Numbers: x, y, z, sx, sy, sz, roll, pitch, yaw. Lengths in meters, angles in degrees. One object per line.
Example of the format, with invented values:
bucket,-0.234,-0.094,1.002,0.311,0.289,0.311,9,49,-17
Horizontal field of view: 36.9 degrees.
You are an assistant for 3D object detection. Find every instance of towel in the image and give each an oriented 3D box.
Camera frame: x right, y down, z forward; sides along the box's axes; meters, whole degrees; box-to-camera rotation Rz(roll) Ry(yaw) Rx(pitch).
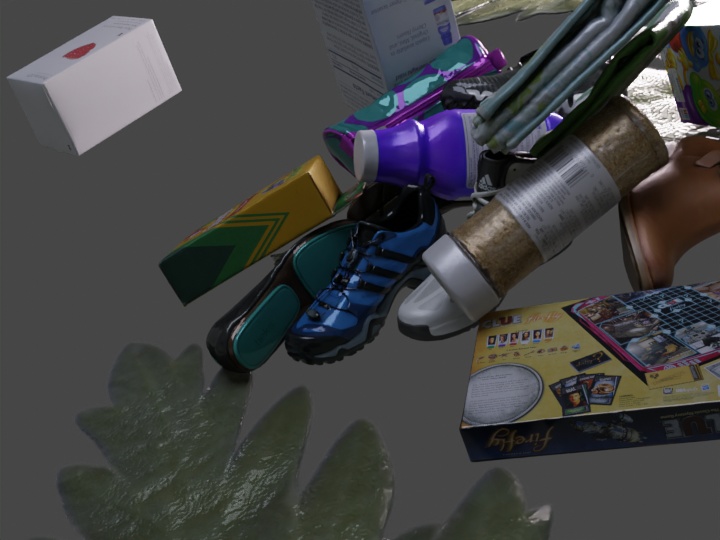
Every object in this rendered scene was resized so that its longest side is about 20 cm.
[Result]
towel,0.169,-0.174,0.856,0.200,0.048,0.171,-43,0,13
towel,0.217,-0.167,0.929,0.149,0.031,0.200,-51,-7,30

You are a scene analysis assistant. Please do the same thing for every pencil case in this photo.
pencil case,0.062,-0.168,1.157,0.199,0.085,0.092,-35,-2,-9

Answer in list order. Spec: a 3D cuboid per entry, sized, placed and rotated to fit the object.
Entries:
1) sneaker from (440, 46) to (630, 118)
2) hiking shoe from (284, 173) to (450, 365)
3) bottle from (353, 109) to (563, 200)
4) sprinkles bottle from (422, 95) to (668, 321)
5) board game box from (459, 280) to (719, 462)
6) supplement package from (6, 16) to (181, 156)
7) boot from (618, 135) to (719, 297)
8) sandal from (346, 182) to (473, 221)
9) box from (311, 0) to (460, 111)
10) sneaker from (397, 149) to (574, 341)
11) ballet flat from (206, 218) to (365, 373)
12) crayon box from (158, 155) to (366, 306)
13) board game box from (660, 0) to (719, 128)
sneaker,0.176,-0.187,1.084,0.198,0.067,0.091,1,69,-5
hiking shoe,0.000,0.000,0.946,0.074,0.087,0.200,14,45,44
bottle,0.094,-0.107,1.006,0.198,0.085,0.065,-3,-6,-12
sprinkles bottle,0.143,-0.048,0.838,0.199,0.068,0.068,-39,31,2
board game box,0.178,0.070,0.777,0.198,0.035,0.136,-9,33,20
supplement package,-0.390,-0.275,1.591,0.121,0.121,0.200,17,47,45
boot,0.289,-0.052,0.873,0.153,0.074,0.201,-4,39,17
sandal,0.075,-0.083,1.065,0.199,0.082,0.055,-31,6,-7
box,0.031,-0.279,1.258,0.104,0.201,0.184,-25,30,-12
sneaker,0.095,-0.035,0.915,0.200,0.116,0.075,-37,34,-25
ballet flat,-0.068,0.015,0.989,0.200,0.068,0.068,-41,26,-30
crayon box,-0.089,-0.049,1.040,0.199,0.051,0.127,-30,9,8
board game box,0.364,-0.191,0.964,0.104,0.104,0.200,-24,15,-6
